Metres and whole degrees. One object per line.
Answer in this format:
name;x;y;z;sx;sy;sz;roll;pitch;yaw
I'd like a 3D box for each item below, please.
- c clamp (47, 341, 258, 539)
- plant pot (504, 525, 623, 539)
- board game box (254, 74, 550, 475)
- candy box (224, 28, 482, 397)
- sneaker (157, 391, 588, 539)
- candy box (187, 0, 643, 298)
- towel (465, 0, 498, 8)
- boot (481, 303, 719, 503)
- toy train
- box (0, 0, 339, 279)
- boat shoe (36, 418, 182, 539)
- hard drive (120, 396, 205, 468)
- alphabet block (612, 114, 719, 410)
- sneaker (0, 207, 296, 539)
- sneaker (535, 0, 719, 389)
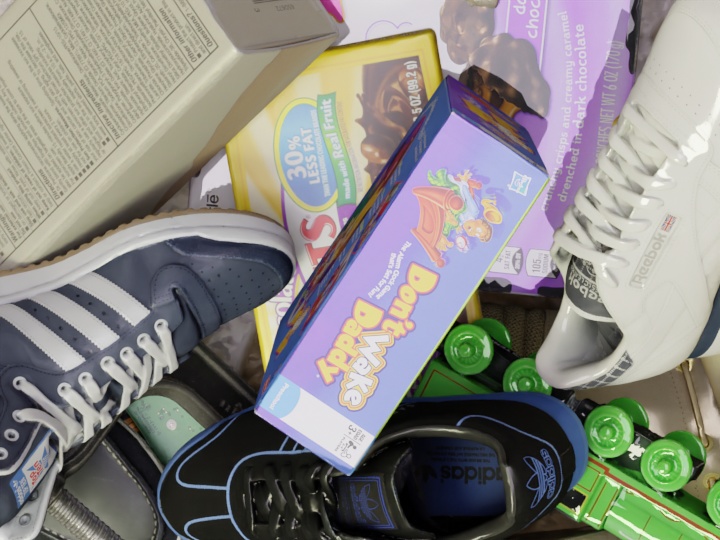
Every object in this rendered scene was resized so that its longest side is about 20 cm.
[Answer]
c clamp;-0.091;0.116;1.170;0.200;0.027;0.171;38;59;-17
plant pot;0.045;0.210;1.134;0.199;0.199;0.178;-11;85;45
board game box;0.017;-0.005;1.041;0.045;0.200;0.135;33;98;-4
candy box;0.000;0.000;1.157;0.102;0.026;0.201;-9;98;7
sneaker;-0.006;0.089;1.094;0.199;0.078;0.071;-11;95;23
candy box;0.025;-0.080;1.195;0.199;0.072;0.169;5;97;3
towel;-0.007;-0.192;1.157;0.199;0.035;0.133;16;54;11
boot;0.125;0.111;1.207;0.155;0.073;0.201;-1;93;3
toy train;0.110;0.086;1.108;0.199;0.042;0.057;31;103;15
box;-0.114;-0.075;1.125;0.200;0.078;0.095;-40;78;34
boat shoe;-0.164;0.072;1.188;0.200;0.062;0.075;42;94;-3
hard drive;-0.133;0.078;1.236;0.139;0.038;0.200;-35;92;6
alphabet block;0.256;-0.016;1.102;0.196;0.195;0.201;-23;95;-23
sneaker;-0.116;0.047;1.099;0.199;0.070;0.109;-15;53;-1
sneaker;0.121;-0.028;1.037;0.080;0.076;0.201;-16;136;-23
